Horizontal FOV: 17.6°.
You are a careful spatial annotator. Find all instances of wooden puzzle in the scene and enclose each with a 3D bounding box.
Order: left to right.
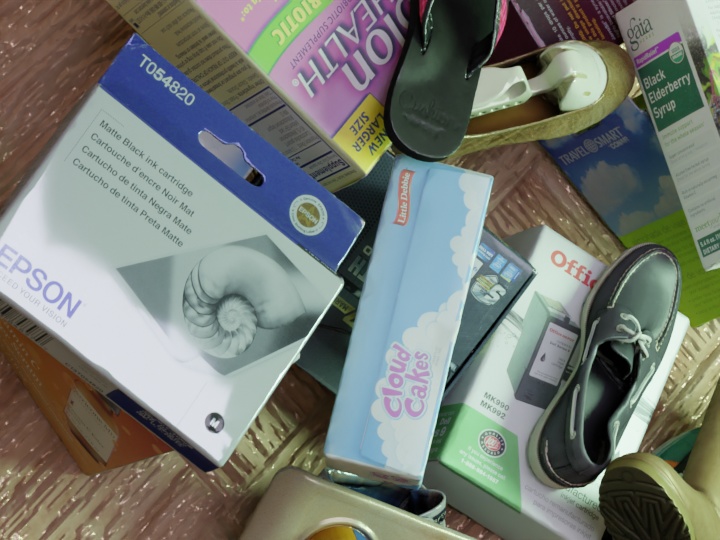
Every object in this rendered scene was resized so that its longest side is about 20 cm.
[{"bbox_3d":[-0.004,0.249,1.583,0.199,0.046,0.186,25,105,-17],"label":"wooden puzzle"}]

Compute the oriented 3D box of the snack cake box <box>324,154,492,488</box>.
[{"bbox_3d":[0.031,0.036,1.525,0.067,0.115,0.202,14,82,1],"label":"snack cake box"}]

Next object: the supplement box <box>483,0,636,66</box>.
[{"bbox_3d":[0.175,-0.211,1.758,0.199,0.110,0.086,-34,95,-26],"label":"supplement box"}]

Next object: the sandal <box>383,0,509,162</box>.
[{"bbox_3d":[0.063,-0.164,1.493,0.075,0.045,0.201,19,64,-17],"label":"sandal"}]

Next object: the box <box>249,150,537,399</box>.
[{"bbox_3d":[0.000,0.000,1.632,0.200,0.051,0.158,38,94,-8],"label":"box"}]

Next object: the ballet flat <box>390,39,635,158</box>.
[{"bbox_3d":[0.112,-0.126,1.619,0.199,0.072,0.068,-15,74,-17],"label":"ballet flat"}]

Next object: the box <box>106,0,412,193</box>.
[{"bbox_3d":[-0.034,-0.182,1.537,0.200,0.097,0.176,45,66,-12],"label":"box"}]

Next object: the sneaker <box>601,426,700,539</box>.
[{"bbox_3d":[0.228,0.184,1.729,0.200,0.080,0.072,-39,98,-25],"label":"sneaker"}]

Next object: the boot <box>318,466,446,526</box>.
[{"bbox_3d":[0.045,0.200,1.626,0.199,0.074,0.096,17,117,-20],"label":"boot"}]

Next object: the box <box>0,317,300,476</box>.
[{"bbox_3d":[-0.153,0.036,1.514,0.106,0.200,0.153,-36,95,-24],"label":"box"}]

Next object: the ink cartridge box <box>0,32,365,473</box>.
[{"bbox_3d":[-0.111,-0.015,1.409,0.199,0.041,0.201,38,67,-13],"label":"ink cartridge box"}]

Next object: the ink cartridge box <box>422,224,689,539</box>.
[{"bbox_3d":[0.133,0.089,1.701,0.145,0.084,0.201,32,69,-17],"label":"ink cartridge box"}]

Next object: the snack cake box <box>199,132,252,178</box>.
[{"bbox_3d":[-0.073,-0.140,1.630,0.067,0.115,0.201,41,67,-13],"label":"snack cake box"}]

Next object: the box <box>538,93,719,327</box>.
[{"bbox_3d":[0.235,-0.056,1.751,0.200,0.122,0.048,49,57,-9],"label":"box"}]

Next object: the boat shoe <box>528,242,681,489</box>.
[{"bbox_3d":[0.187,0.065,1.648,0.072,0.063,0.201,35,68,-16],"label":"boat shoe"}]

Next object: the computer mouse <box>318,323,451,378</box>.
[{"bbox_3d":[-0.031,0.041,1.593,0.198,0.034,0.059,15,99,-5],"label":"computer mouse"}]

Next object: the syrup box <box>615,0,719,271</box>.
[{"bbox_3d":[0.263,-0.112,1.663,0.081,0.079,0.201,-14,82,-35],"label":"syrup box"}]

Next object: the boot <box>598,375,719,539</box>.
[{"bbox_3d":[0.248,0.134,1.676,0.201,0.066,0.176,-59,136,-38],"label":"boot"}]
